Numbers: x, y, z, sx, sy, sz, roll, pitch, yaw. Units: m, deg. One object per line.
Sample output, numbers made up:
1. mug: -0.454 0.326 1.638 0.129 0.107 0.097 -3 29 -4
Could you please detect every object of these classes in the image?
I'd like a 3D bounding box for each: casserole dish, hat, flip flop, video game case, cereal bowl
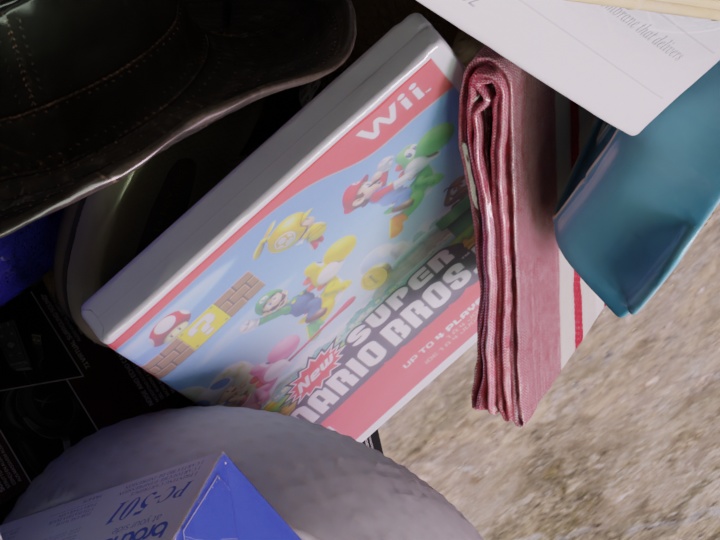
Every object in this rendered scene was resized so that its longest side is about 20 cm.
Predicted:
1. casserole dish: 0.114 -0.075 0.833 0.200 0.039 0.121 -63 -178 -32
2. hat: -0.100 -0.067 0.629 0.200 0.201 0.081 -26 109 -17
3. flip flop: -0.040 -0.061 0.816 0.081 0.058 0.200 9 107 -50
4. video game case: 0.000 0.000 0.878 0.143 0.017 0.200 -41 154 3
5. cereal bowl: -0.028 0.118 0.889 0.200 0.200 0.083 109 5 -49

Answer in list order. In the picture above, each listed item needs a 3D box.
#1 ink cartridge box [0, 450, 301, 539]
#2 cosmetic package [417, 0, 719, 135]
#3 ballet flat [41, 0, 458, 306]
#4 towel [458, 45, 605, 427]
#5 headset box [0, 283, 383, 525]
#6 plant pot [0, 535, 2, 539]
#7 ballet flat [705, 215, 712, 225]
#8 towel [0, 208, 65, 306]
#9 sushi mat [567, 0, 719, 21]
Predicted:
1. ink cartridge box: -0.095 0.128 0.837 0.200 0.094 0.044 -21 -152 39
2. cosmetic package: 0.077 -0.164 0.678 0.200 0.123 0.199 -43 151 14
3. ballet flat: -0.025 -0.042 0.887 0.200 0.072 0.068 -38 153 6
4. towel: 0.084 -0.058 0.897 0.200 0.023 0.144 -50 146 -47
5. headset box: -0.098 0.070 0.978 0.200 0.077 0.149 -29 151 -9
6. plant pot: -0.209 0.100 0.766 0.200 0.200 0.134 -31 -166 -8
7. ballet flat: 0.152 -0.087 1.038 0.075 0.068 0.200 -45 166 -32
8. towel: -0.157 -0.029 0.785 0.148 0.050 0.200 -34 153 -1
9. sushi mat: 0.123 -0.101 0.679 0.200 0.012 0.096 0 136 -49
